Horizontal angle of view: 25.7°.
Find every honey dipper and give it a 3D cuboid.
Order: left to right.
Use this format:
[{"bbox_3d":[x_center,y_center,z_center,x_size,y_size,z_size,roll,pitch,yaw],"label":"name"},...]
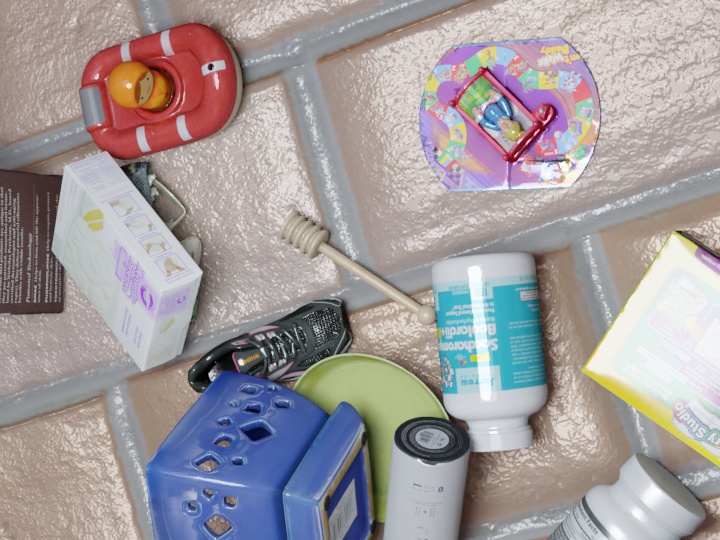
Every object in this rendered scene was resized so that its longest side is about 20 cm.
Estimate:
[{"bbox_3d":[0.000,0.000,1.726,0.199,0.038,0.038,32,100,15],"label":"honey dipper"}]

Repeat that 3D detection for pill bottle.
[{"bbox_3d":[0.136,0.084,1.638,0.110,0.111,0.202,-7,88,19],"label":"pill bottle"},{"bbox_3d":[0.249,0.291,1.597,0.116,0.116,0.200,42,103,14],"label":"pill bottle"}]

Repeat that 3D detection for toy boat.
[{"bbox_3d":[-0.234,-0.203,1.756,0.199,0.131,0.132,-14,86,19],"label":"toy boat"}]

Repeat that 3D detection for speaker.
[{"bbox_3d":[0.065,0.256,1.640,0.081,0.081,0.201,15,121,19],"label":"speaker"}]

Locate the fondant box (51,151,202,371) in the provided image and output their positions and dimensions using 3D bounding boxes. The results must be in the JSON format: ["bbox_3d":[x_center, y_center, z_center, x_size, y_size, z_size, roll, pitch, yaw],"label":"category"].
[{"bbox_3d":[-0.262,-0.011,1.751,0.200,0.058,0.145,48,142,24],"label":"fondant box"}]

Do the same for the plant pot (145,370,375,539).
[{"bbox_3d":[-0.092,0.243,1.641,0.178,0.200,0.201,6,120,19],"label":"plant pot"}]

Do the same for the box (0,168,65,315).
[{"bbox_3d":[-0.455,-0.032,1.800,0.165,0.200,0.166,1,91,20],"label":"box"}]

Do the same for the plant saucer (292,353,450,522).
[{"bbox_3d":[0.015,0.175,1.695,0.199,0.031,0.201,10,115,21],"label":"plant saucer"}]

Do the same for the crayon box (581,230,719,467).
[{"bbox_3d":[0.354,0.086,1.589,0.199,0.058,0.173,35,103,16],"label":"crayon box"}]

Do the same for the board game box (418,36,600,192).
[{"bbox_3d":[0.151,-0.165,1.667,0.198,0.039,0.159,-1,90,19],"label":"board game box"}]

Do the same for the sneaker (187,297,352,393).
[{"bbox_3d":[-0.102,0.096,1.735,0.199,0.086,0.081,-29,83,17],"label":"sneaker"}]

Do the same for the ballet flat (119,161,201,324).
[{"bbox_3d":[-0.219,-0.038,1.790,0.074,0.074,0.201,-32,84,17],"label":"ballet flat"}]
